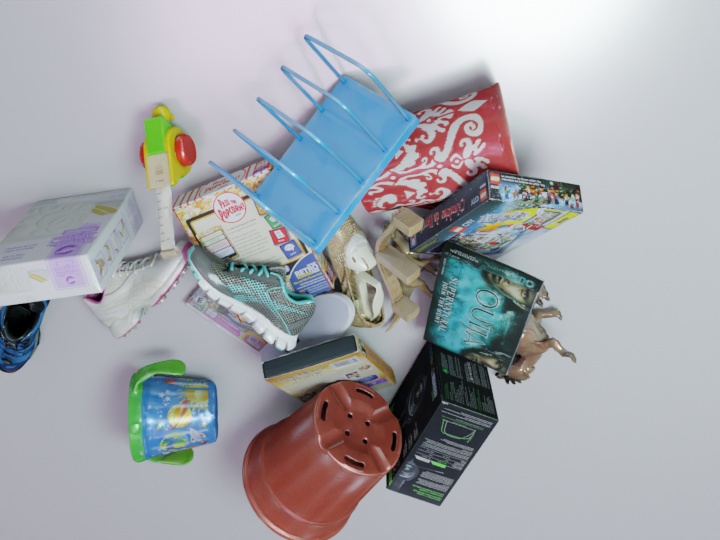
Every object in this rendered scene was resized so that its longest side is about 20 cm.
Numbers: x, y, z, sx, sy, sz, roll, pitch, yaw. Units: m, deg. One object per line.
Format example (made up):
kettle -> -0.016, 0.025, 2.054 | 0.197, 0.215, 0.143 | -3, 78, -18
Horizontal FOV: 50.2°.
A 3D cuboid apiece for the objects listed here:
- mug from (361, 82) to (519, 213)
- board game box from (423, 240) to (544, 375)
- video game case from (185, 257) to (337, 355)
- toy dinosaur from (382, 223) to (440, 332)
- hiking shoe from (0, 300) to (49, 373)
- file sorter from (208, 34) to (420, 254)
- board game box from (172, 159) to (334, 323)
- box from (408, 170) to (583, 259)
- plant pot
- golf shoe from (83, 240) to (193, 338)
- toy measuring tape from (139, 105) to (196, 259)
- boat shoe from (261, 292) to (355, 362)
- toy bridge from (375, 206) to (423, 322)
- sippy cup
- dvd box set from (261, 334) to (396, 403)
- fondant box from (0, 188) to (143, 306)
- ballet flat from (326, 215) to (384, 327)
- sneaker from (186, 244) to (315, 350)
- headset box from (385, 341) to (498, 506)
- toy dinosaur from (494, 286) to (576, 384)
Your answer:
mug -> 0.100, -0.128, 0.986 | 0.199, 0.134, 0.178 | -12, 117, 12
board game box -> 0.162, 0.056, 1.047 | 0.135, 0.028, 0.201 | 23, 144, 14
video game case -> -0.146, 0.024, 1.141 | 0.143, 0.018, 0.200 | 38, 114, -18
toy dinosaur -> 0.075, 0.004, 1.115 | 0.100, 0.058, 0.201 | 7, 130, 16
hiking shoe -> -0.517, 0.085, 1.145 | 0.074, 0.087, 0.201 | 23, 118, -12
file sorter -> -0.059, -0.153, 0.906 | 0.200, 0.139, 0.123 | -52, 144, 1
board game box -> -0.144, -0.038, 1.068 | 0.151, 0.046, 0.201 | -20, 118, 12
box -> 0.166, -0.064, 0.984 | 0.136, 0.038, 0.200 | 6, 161, -24
plant pot -> -0.049, 0.277, 1.153 | 0.200, 0.201, 0.195 | 28, 133, -14
golf shoe -> -0.323, 0.015, 1.111 | 0.091, 0.075, 0.200 | 42, 112, -17
toy measuring tape -> -0.248, -0.116, 1.010 | 0.073, 0.074, 0.202 | -7, 88, 6
boat shoe -> -0.071, 0.087, 1.136 | 0.200, 0.065, 0.074 | -35, 82, 36
toy bridge -> 0.050, -0.010, 1.039 | 0.027, 0.067, 0.201 | -36, 148, -26
sippy cup -> -0.290, 0.225, 1.204 | 0.129, 0.141, 0.178 | -3, 159, -9
dvd box set -> -0.042, 0.155, 1.144 | 0.145, 0.030, 0.200 | -19, 154, 12
fondant box -> -0.385, -0.035, 1.008 | 0.143, 0.200, 0.059 | -8, 120, 5
ballet flat -> 0.000, 0.000, 1.091 | 0.065, 0.071, 0.201 | 15, 136, 36
sneaker -> -0.143, 0.018, 1.043 | 0.200, 0.078, 0.091 | 39, 99, -23
headset box -> 0.112, 0.225, 1.162 | 0.092, 0.175, 0.201 | 20, 120, -11
toy dinosaur -> 0.228, 0.094, 1.139 | 0.135, 0.086, 0.200 | -27, 110, 24
